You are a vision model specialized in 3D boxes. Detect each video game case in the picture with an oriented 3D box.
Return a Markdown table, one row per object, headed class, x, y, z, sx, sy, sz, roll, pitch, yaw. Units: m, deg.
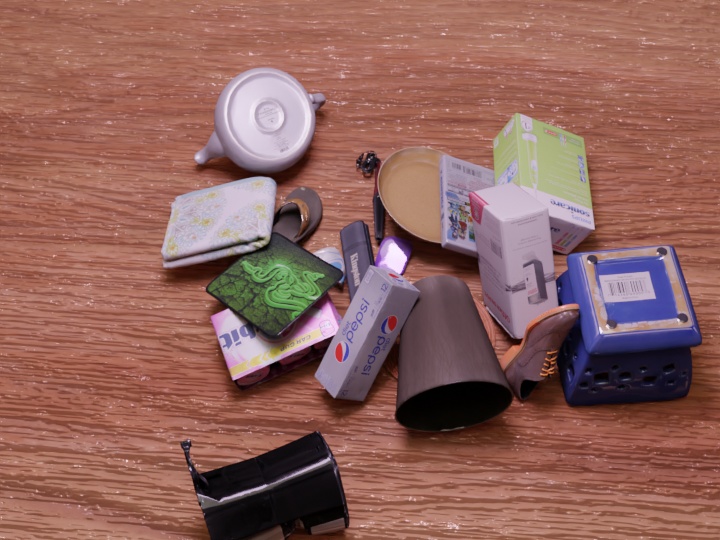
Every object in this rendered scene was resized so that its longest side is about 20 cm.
| class | x | y | z | sx | sy | sz | roll | pitch | yaw |
| --- | --- | --- | --- | --- | --- | --- | --- | --- | --- |
| video game case | 0.224 | -0.094 | 1.671 | 0.197 | 0.022 | 0.185 | 16 | 54 | -20 |

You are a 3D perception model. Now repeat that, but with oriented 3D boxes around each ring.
| class | x | y | z | sx | sy | sz | roll | pitch | yaw |
| --- | --- | --- | --- | --- | --- | --- | --- | --- | --- |
| ring | 0.121 | 0.103 | 1.599 | 0.196 | 0.019 | 0.204 | -1 | 57 | 2 |

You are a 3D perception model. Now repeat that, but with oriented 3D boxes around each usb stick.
| class | x | y | z | sx | sy | sz | roll | pitch | yaw |
| --- | --- | --- | --- | --- | --- | --- | --- | --- | --- |
| usb stick | 0.000 | 0.000 | 1.651 | 0.055 | 0.033 | 0.203 | -21 | 50 | 13 |

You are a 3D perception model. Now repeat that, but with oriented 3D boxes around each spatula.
| class | x | y | z | sx | sy | sz | roll | pitch | yaw |
| --- | --- | --- | --- | --- | --- | --- | --- | --- | --- |
| spatula | 0.032 | 0.029 | 1.651 | 0.056 | 0.021 | 0.202 | 16 | 60 | 14 |

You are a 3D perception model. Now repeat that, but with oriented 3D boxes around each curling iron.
| class | x | y | z | sx | sy | sz | roll | pitch | yaw |
| --- | --- | --- | --- | --- | --- | --- | --- | --- | --- |
| curling iron | 0.023 | -0.133 | 1.754 | 0.048 | 0.026 | 0.203 | -2 | 55 | -7 |

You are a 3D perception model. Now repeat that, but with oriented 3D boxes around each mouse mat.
| class | x | y | z | sx | sy | sz | roll | pitch | yaw |
| --- | --- | --- | --- | --- | --- | --- | --- | --- | --- |
| mouse mat | -0.139 | 0.018 | 1.566 | 0.161 | 0.008 | 0.199 | -41 | 46 | -21 |

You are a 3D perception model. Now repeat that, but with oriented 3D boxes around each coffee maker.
| class | x | y | z | sx | sy | sz | roll | pitch | yaw |
| --- | --- | --- | --- | --- | --- | --- | --- | --- | --- |
| coffee maker | -0.126 | 0.307 | 1.377 | 0.197 | 0.195 | 0.135 | -19 | 41 | -12 |

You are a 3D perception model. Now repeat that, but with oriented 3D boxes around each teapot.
| class | x | y | z | sx | sy | sz | roll | pitch | yaw |
| --- | --- | --- | --- | --- | --- | --- | --- | --- | --- |
| teapot | -0.177 | -0.265 | 1.790 | 0.197 | 0.146 | 0.201 | 20 | 79 | -13 |

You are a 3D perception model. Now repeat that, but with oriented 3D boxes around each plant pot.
| class | x | y | z | sx | sy | sz | roll | pitch | yaw |
| --- | --- | --- | --- | --- | --- | --- | --- | --- | --- |
| plant pot | 0.119 | -0.124 | 1.680 | 0.196 | 0.028 | 0.203 | 9 | 55 | -13 |
| plant pot | 0.402 | 0.075 | 1.505 | 0.196 | 0.181 | 0.203 | -5 | 57 | 0 |

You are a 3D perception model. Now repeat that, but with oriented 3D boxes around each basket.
| class | x | y | z | sx | sy | sz | roll | pitch | yaw |
| --- | --- | --- | --- | --- | --- | --- | --- | --- | --- |
| basket | 0.129 | 0.121 | 1.501 | 0.177 | 0.137 | 0.203 | -12 | 52 | 8 |

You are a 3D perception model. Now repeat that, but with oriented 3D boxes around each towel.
| class | x | y | z | sx | sy | sz | roll | pitch | yaw |
| --- | --- | --- | --- | --- | --- | --- | --- | --- | --- |
| towel | -0.241 | -0.082 | 1.688 | 0.196 | 0.049 | 0.173 | -13 | 40 | 10 |

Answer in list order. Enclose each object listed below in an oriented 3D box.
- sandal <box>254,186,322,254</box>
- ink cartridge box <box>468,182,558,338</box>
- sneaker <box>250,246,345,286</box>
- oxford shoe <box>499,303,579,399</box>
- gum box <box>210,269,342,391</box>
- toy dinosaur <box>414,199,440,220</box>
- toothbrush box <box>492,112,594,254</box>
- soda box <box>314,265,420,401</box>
| class | x | y | z | sx | sy | sz | roll | pitch | yaw |
| --- | --- | --- | --- | --- | --- | --- | --- | --- | --- |
| sandal | -0.126 | -0.088 | 1.702 | 0.080 | 0.055 | 0.201 | 21 | 45 | 18 |
| ink cartridge box | 0.240 | -0.017 | 1.538 | 0.083 | 0.204 | 0.146 | -13 | 24 | -9 |
| sneaker | -0.120 | 0.020 | 1.639 | 0.196 | 0.072 | 0.074 | -18 | 69 | -3 |
| oxford shoe | 0.280 | 0.122 | 1.479 | 0.070 | 0.201 | 0.074 | -5 | 57 | -24 |
| gum box | -0.125 | 0.094 | 1.565 | 0.197 | 0.066 | 0.115 | -24 | 67 | -2 |
| toy dinosaur | 0.133 | -0.108 | 1.714 | 0.198 | 0.059 | 0.101 | 31 | 62 | 21 |
| toothbrush box | 0.310 | -0.149 | 1.682 | 0.143 | 0.086 | 0.203 | 15 | 53 | -20 |
| soda box | 0.009 | 0.098 | 1.507 | 0.063 | 0.068 | 0.203 | 39 | 108 | 42 |
